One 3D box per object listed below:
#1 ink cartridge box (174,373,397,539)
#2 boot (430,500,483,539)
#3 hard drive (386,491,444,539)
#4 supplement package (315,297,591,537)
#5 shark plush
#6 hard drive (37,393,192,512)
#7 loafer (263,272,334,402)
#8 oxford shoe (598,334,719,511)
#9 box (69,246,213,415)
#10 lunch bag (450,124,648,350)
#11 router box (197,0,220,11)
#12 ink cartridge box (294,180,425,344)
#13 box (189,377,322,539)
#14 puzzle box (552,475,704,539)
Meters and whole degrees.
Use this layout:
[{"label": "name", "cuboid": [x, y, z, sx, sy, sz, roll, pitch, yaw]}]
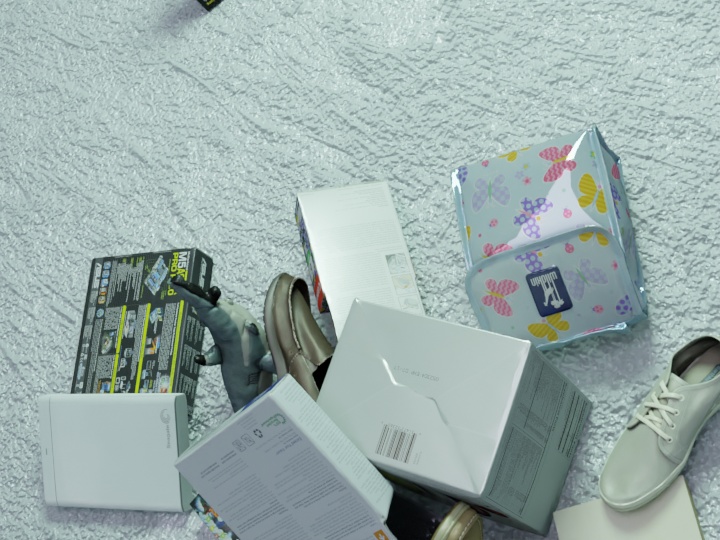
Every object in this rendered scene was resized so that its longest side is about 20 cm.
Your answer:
[{"label": "ink cartridge box", "cuboid": [-0.059, 0.214, 1.115, 0.200, 0.041, 0.199, 50, 136, -3]}, {"label": "boot", "cuboid": [0.132, 0.311, 1.073, 0.154, 0.201, 0.072, 24, 43, 31]}, {"label": "hard drive", "cuboid": [-0.005, 0.279, 1.198, 0.199, 0.042, 0.136, 19, 82, 23]}, {"label": "supplement package", "cuboid": [0.090, 0.143, 1.146, 0.190, 0.200, 0.148, 14, 76, 31]}, {"label": "shark plush", "cuboid": [-0.144, 0.083, 1.299, 0.083, 0.201, 0.091, -43, 49, -14]}, {"label": "hard drive", "cuboid": [-0.288, 0.211, 1.389, 0.198, 0.027, 0.133, -3, 91, 26]}, {"label": "loafer", "cuboid": [-0.053, 0.095, 1.275, 0.070, 0.073, 0.202, -16, 70, 18]}, {"label": "oxford shoe", "cuboid": [0.288, 0.137, 1.120, 0.200, 0.058, 0.075, -49, 42, -5]}, {"label": "box", "cuboid": [-0.268, 0.077, 1.452, 0.159, 0.044, 0.202, -6, 67, 24]}, {"label": "lunch bag", "cuboid": [0.194, -0.023, 1.211, 0.168, 0.127, 0.202, -15, 70, 23]}, {"label": "router box", "cuboid": [-0.175, -0.459, 1.570, 0.200, 0.149, 0.051, -40, 56, 7]}, {"label": "ink cartridge box", "cuboid": [0.000, 0.000, 1.316, 0.108, 0.050, 0.201, -9, 61, -13]}, {"label": "box", "cuboid": [-0.077, 0.228, 1.291, 0.200, 0.040, 0.137, -49, 57, 0]}, {"label": "puzzle box", "cuboid": [0.263, 0.303, 1.093, 0.132, 0.025, 0.202, -19, 62, 18]}]
